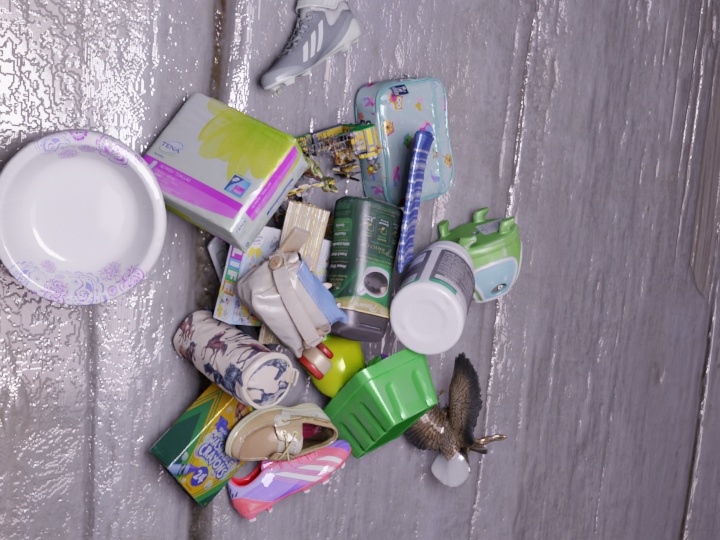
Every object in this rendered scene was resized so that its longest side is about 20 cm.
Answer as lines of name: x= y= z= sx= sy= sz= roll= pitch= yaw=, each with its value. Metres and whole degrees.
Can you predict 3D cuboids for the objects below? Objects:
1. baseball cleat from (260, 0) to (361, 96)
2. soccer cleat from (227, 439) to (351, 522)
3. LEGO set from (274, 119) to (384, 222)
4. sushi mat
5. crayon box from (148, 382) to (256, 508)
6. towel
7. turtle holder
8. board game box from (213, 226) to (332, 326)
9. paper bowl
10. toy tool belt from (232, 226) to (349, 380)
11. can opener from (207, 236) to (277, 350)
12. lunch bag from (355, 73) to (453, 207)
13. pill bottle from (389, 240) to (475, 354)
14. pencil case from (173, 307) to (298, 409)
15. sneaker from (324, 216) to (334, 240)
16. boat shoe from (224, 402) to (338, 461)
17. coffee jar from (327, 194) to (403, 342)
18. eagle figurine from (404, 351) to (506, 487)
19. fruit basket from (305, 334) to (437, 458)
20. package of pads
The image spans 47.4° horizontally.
baseball cleat: x=-0.085 y=-0.336 z=1.186 sx=0.199 sy=0.069 sz=0.108 roll=-41 pitch=113 yaw=-35
soccer cleat: x=-0.107 y=0.302 z=1.246 sx=0.197 sy=0.067 sz=0.078 roll=-28 pitch=98 yaw=-9
LEGO set: x=-0.058 y=-0.133 z=1.182 sx=0.197 sy=0.153 sz=0.118 roll=-23 pitch=110 yaw=-28
sushi mat: x=-0.092 y=0.006 z=1.156 sx=0.095 sy=0.012 sz=0.205 roll=7 pitch=98 yaw=-54
crayon box: x=-0.193 y=0.224 z=1.175 sx=0.200 sy=0.051 sz=0.127 roll=-48 pitch=142 yaw=-21
towel: x=0.081 y=-0.105 z=1.217 sx=0.023 sy=0.145 sz=0.205 roll=9 pitch=98 yaw=7
turtle holder: x=0.192 y=-0.013 z=1.391 sx=0.184 sy=0.139 sz=0.134 roll=-31 pitch=115 yaw=-34
board game box: x=-0.114 y=0.011 z=1.169 sx=0.198 sy=0.034 sz=0.138 roll=9 pitch=95 yaw=-55
paper bowl: x=-0.337 y=-0.068 z=0.990 sx=0.196 sy=0.104 sz=0.206 roll=-4 pitch=105 yaw=-17
toy tool belt: x=-0.068 y=0.045 z=1.089 sx=0.123 sy=0.124 sz=0.201 roll=-46 pitch=129 yaw=-10
can opener: x=-0.166 y=0.036 z=1.183 sx=0.052 sy=0.066 sz=0.204 roll=-29 pitch=119 yaw=-30
lunch bag: x=0.076 y=-0.210 z=1.311 sx=0.158 sy=0.076 sz=0.205 roll=-16 pitch=108 yaw=-33
pill bottle: x=0.117 y=0.034 z=1.256 sx=0.200 sy=0.111 sz=0.116 roll=-56 pitch=135 yaw=-63
pencil case: x=-0.169 y=0.117 z=1.106 sx=0.088 sy=0.198 sz=0.080 roll=-18 pitch=118 yaw=-36
sneaker: x=0.001 y=0.009 z=1.293 sx=0.086 sy=0.075 sz=0.205 roll=-17 pitch=108 yaw=-33
boat shoe: x=-0.108 y=0.239 z=1.190 sx=0.198 sy=0.066 sz=0.076 roll=-7 pitch=118 yaw=-50
coffee jar: x=0.000 y=0.000 z=1.201 sx=0.103 sy=0.084 sz=0.205 roll=15 pitch=80 yaw=-39
eagle figurine: x=0.146 y=0.250 z=1.415 sx=0.151 sy=0.150 sz=0.202 roll=-38 pitch=129 yaw=-14
fruit basket: x=0.000 y=0.166 z=1.276 sx=0.153 sy=0.214 sz=0.221 roll=-19 pitch=109 yaw=-32
package of pads: x=-0.181 y=-0.134 z=1.057 sx=0.156 sy=0.197 sz=0.068 roll=-55 pitch=152 yaw=-16
